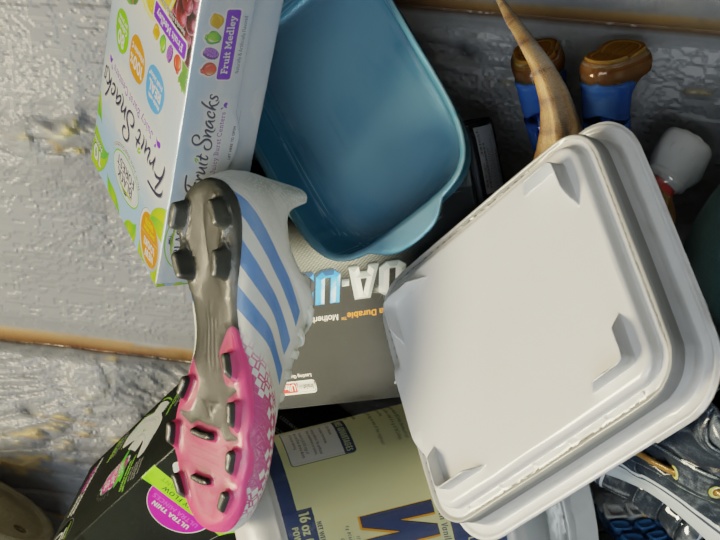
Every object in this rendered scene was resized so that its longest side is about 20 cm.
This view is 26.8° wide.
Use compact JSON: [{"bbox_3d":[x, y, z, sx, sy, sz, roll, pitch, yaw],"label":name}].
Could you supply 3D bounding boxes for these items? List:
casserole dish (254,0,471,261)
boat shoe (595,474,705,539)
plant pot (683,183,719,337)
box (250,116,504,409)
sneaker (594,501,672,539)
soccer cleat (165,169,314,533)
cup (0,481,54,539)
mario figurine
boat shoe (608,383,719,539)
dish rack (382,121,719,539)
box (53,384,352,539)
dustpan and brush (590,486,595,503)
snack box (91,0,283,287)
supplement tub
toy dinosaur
[{"bbox_3d":[-0.008,-0.098,0.879,0.121,0.039,0.200,-37,71,22],"label":"casserole dish"},{"bbox_3d":[0.217,0.128,0.923,0.091,0.200,0.071,46,116,30],"label":"boat shoe"},{"bbox_3d":[0.261,0.026,0.871,0.200,0.200,0.134,32,148,-8],"label":"plant pot"},{"bbox_3d":[0.000,0.000,0.936,0.200,0.046,0.159,-8,97,28],"label":"box"},{"bbox_3d":[0.185,0.194,1.010,0.200,0.075,0.087,-17,137,-17],"label":"sneaker"},{"bbox_3d":[-0.057,0.044,0.842,0.070,0.086,0.200,5,96,46],"label":"soccer cleat"},{"bbox_3d":[-0.310,0.234,1.138,0.200,0.200,0.143,29,97,-6],"label":"cup"},{"bbox_3d":[0.138,-0.044,0.923,0.106,0.123,0.200,-17,116,-26],"label":"mario figurine"},{"bbox_3d":[0.164,0.070,0.794,0.200,0.071,0.091,33,142,37],"label":"boat shoe"},{"bbox_3d":[0.084,0.033,0.794,0.044,0.172,0.200,8,144,-38],"label":"dish rack"},{"bbox_3d":[-0.104,0.171,1.070,0.149,0.124,0.200,40,122,-13],"label":"box"},{"bbox_3d":[0.127,0.151,1.042,0.140,0.057,0.200,29,122,-5],"label":"dustpan and brush"},{"bbox_3d":[-0.106,-0.112,0.882,0.053,0.142,0.200,-4,129,-25],"label":"snack box"},{"bbox_3d":[0.028,0.153,0.914,0.200,0.145,0.145,-13,121,-9],"label":"supplement tub"},{"bbox_3d":[0.115,-0.050,0.834,0.106,0.060,0.200,6,108,26],"label":"toy dinosaur"}]
